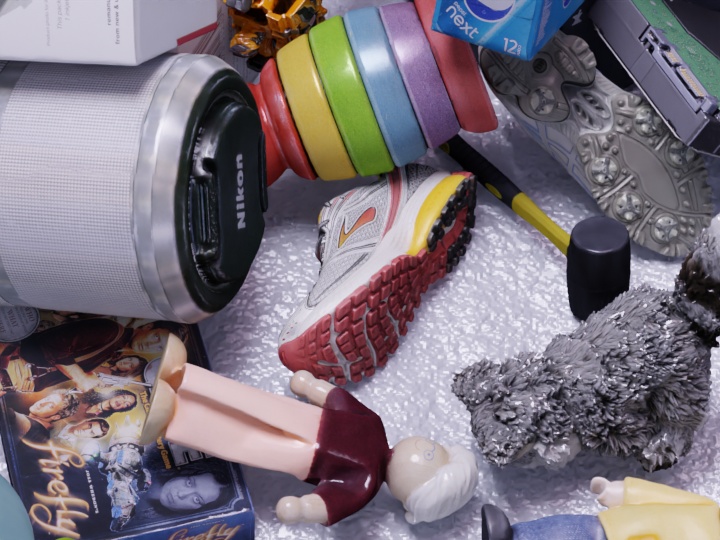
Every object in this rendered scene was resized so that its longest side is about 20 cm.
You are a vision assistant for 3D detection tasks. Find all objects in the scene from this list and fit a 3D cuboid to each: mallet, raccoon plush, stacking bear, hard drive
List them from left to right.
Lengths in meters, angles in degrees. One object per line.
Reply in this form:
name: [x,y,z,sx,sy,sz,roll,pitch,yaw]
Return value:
stacking bear: [-0.021,-0.108,1.410,0.199,0.122,0.114,-20,28,4]
mallet: [0.110,-0.049,1.438,0.041,0.066,0.200,-25,53,-23]
raccoon plush: [0.137,0.037,1.285,0.133,0.201,0.097,3,27,-27]
hard drive: [0.256,-0.121,1.460,0.199,0.038,0.140,11,37,-42]

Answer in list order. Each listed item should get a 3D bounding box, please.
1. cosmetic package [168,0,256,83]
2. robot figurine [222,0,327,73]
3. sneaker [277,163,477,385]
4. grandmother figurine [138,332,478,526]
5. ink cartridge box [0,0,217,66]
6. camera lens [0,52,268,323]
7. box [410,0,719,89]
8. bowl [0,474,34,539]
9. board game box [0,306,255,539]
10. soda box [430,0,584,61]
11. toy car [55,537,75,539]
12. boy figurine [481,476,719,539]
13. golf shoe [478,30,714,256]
cosmetic package: [-0.180,-0.187,1.484,0.199,0.168,0.167,16,49,11]
robot figurine: [-0.029,-0.226,1.463,0.058,0.145,0.201,22,74,14]
sneaker: [0.000,0.000,1.394,0.082,0.078,0.200,18,41,22]
grandmother figurine: [-0.027,0.102,1.277,0.199,0.061,0.122,16,50,-7]
ink cartridge box: [-0.201,-0.176,1.298,0.199,0.083,0.147,4,15,16]
camera lens: [-0.165,-0.054,1.319,0.199,0.160,0.160,5,47,17]
box: [0.153,-0.235,1.567,0.199,0.124,0.198,-28,54,-22]
bowl: [-0.289,0.150,1.200,0.200,0.105,0.202,-6,52,7]
board game box: [-0.152,0.090,1.325,0.135,0.035,0.201,-11,50,-12]
soda box: [0.113,-0.203,1.376,0.068,0.064,0.200,19,31,15]
toy car: [-0.118,0.268,1.131,0.164,0.158,0.201,23,80,22]
boy figurine: [0.171,0.168,1.249,0.199,0.065,0.125,-5,46,-2]
golf shoe: [0.156,-0.094,1.454,0.078,0.097,0.200,-43,99,-4]
